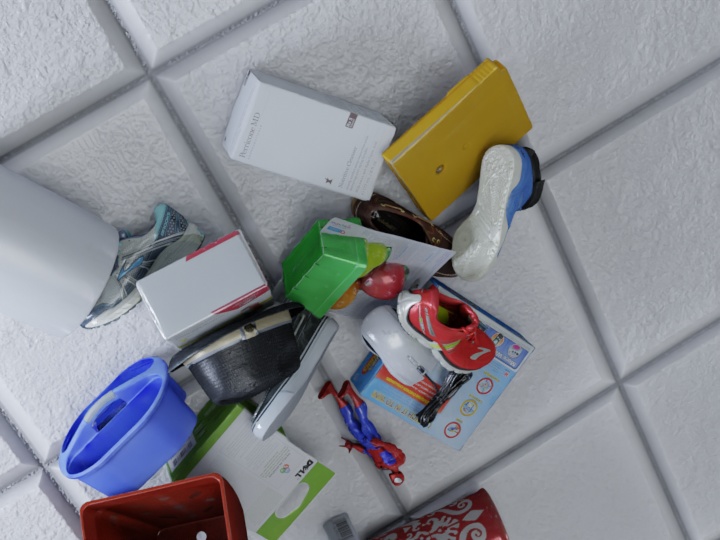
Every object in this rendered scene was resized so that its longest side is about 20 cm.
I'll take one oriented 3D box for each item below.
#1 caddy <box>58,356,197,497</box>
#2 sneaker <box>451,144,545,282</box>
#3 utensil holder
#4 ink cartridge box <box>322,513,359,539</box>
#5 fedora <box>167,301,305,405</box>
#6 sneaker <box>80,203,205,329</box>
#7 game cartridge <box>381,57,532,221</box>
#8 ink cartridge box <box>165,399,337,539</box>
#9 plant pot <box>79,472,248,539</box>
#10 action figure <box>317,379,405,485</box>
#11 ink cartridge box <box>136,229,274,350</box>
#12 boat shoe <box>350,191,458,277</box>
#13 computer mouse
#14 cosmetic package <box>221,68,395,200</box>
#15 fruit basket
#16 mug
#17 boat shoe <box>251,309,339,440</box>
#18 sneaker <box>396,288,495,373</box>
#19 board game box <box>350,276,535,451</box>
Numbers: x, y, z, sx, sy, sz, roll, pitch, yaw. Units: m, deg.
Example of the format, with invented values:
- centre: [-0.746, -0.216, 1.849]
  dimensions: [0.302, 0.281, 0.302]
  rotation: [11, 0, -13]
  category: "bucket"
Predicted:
- centre: [-0.317, 0.206, 1.635]
  dimensions: [0.200, 0.141, 0.105]
  rotation: [-45, 122, 1]
  category: "caddy"
- centre: [0.198, -0.080, 1.716]
  dimensions: [0.111, 0.077, 0.200]
  rotation: [-8, 117, -54]
  category: "sneaker"
- centre: [-0.422, -0.027, 1.496]
  dimensions: [0.200, 0.170, 0.170]
  rotation: [30, 98, -27]
  category: "utensil holder"
- centre: [0.012, 0.489, 1.841]
  dimensions: [0.047, 0.160, 0.200]
  rotation: [-25, 116, -7]
  category: "ink cartridge box"
- centre: [-0.149, 0.119, 1.606]
  dimensions: [0.200, 0.201, 0.092]
  rotation: [-24, 85, -8]
  category: "fedora"
- centre: [-0.303, -0.007, 1.606]
  dimensions: [0.200, 0.078, 0.086]
  rotation: [-43, 102, -4]
  category: "sneaker"
- centre: [0.134, -0.177, 1.656]
  dimensions: [0.200, 0.032, 0.176]
  rotation: [-43, 148, -2]
  category: "game cartridge"
- centre: [-0.158, 0.280, 1.753]
  dimensions: [0.200, 0.076, 0.148]
  rotation: [39, 94, -28]
  category: "ink cartridge box"
- centre: [-0.235, 0.393, 1.629]
  dimensions: [0.199, 0.176, 0.201]
  rotation: [-14, 74, 9]
  category: "plant pot"
- centre: [0.010, 0.247, 1.803]
  dimensions: [0.200, 0.065, 0.052]
  rotation: [53, 45, -27]
  category: "action figure"
- centre: [-0.193, 0.031, 1.568]
  dimensions: [0.145, 0.200, 0.084]
  rotation: [-29, 84, -5]
  category: "ink cartridge box"
- centre: [0.074, -0.041, 1.711]
  dimensions: [0.200, 0.070, 0.071]
  rotation: [28, 95, -27]
  category: "boat shoe"
- centre: [0.073, 0.130, 1.721]
  dimensions: [0.110, 0.044, 0.200]
  rotation: [-43, 120, 2]
  category: "computer mouse"
- centre: [-0.069, -0.177, 1.604]
  dimensions: [0.200, 0.081, 0.113]
  rotation: [13, 107, -23]
  category: "cosmetic package"
- centre: [0.000, 0.000, 1.676]
  dimensions: [0.200, 0.094, 0.185]
  rotation: [8, 141, -33]
  category: "fruit basket"
- centre: [0.127, 0.451, 1.885]
  dimensions: [0.200, 0.133, 0.178]
  rotation: [-19, 113, -7]
  category: "mug"
- centre: [-0.106, 0.141, 1.699]
  dimensions: [0.071, 0.072, 0.200]
  rotation: [28, 66, 8]
  category: "boat shoe"
- centre: [0.133, 0.084, 1.683]
  dimensions: [0.200, 0.085, 0.077]
  rotation: [32, 55, -41]
  category: "sneaker"
- centre: [0.121, 0.137, 1.802]
  dimensions: [0.200, 0.056, 0.196]
  rotation: [33, 97, -26]
  category: "board game box"
